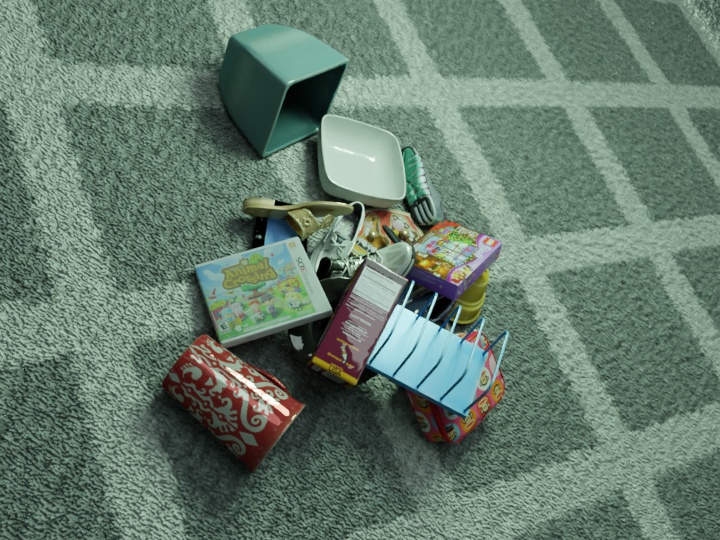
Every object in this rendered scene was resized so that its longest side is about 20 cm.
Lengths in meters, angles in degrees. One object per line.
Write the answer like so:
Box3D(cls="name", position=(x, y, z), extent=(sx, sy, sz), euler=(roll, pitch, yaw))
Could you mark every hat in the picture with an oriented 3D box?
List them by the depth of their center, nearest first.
Box3D(cls="hat", position=(-0.036, 0.112, 1.493), extent=(0.199, 0.081, 0.202), euler=(1, 81, -9))

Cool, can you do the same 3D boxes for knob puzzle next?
Box3D(cls="knob puzzle", position=(0.070, -0.067, 1.721), extent=(0.218, 0.030, 0.221), euler=(16, 49, -19))

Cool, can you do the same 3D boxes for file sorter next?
Box3D(cls="file sorter", position=(0.133, 0.129, 1.404), extent=(0.199, 0.123, 0.139), euler=(27, 54, -2))

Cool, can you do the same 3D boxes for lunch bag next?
Box3D(cls="lunch bag", position=(0.173, 0.203, 1.528), extent=(0.200, 0.082, 0.177), euler=(-34, 108, -39))

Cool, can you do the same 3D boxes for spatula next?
Box3D(cls="spatula", position=(0.105, -0.028, 1.651), extent=(0.200, 0.021, 0.056), euler=(45, 15, 29))

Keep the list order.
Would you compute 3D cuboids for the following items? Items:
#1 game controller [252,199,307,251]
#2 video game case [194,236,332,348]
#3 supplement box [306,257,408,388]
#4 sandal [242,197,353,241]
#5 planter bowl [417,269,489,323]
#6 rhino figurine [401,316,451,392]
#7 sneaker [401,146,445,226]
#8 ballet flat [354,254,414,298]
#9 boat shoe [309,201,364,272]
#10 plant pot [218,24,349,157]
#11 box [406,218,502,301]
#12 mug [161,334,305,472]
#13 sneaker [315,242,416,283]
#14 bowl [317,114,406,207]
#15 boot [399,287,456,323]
Box3D(cls="game controller", position=(-0.154, -0.050, 1.570), extent=(0.104, 0.042, 0.201), euler=(18, 51, -21))
Box3D(cls="video game case", position=(-0.172, 0.034, 1.439), extent=(0.199, 0.022, 0.183), euler=(-17, 53, -15))
Box3D(cls="supplement box", position=(-0.007, 0.091, 1.403), extent=(0.085, 0.110, 0.201), euler=(28, 77, -3))
Box3D(cls="sandal", position=(-0.120, -0.090, 1.559), extent=(0.210, 0.078, 0.070), euler=(4, 74, -6))
Box3D(cls="planter bowl", position=(0.206, 0.003, 1.705), extent=(0.200, 0.083, 0.201), euler=(26, 46, -29))
Box3D(cls="rhino figurine", position=(0.126, 0.164, 1.576), extent=(0.200, 0.059, 0.088), euler=(-53, 129, -42))
Box3D(cls="sneaker", position=(0.135, -0.181, 1.838), extent=(0.087, 0.074, 0.201), euler=(19, 50, -50))
Box3D(cls="ballet flat", position=(0.055, 0.048, 1.624), extent=(0.199, 0.070, 0.066), euler=(35, 72, -11))
Box3D(cls="boat shoe", position=(-0.042, -0.052, 1.608), extent=(0.072, 0.069, 0.200), euler=(33, 58, 1))
Box3D(cls="plant pot", position=(-0.180, -0.394, 1.699), extent=(0.200, 0.197, 0.195), euler=(42, 46, 14))
Box3D(cls="box", position=(0.172, -0.026, 1.598), extent=(0.136, 0.039, 0.200), euler=(25, 38, 23))
Box3D(cls="mug", position=(-0.207, 0.208, 1.328), extent=(0.200, 0.178, 0.134), euler=(38, 83, 2))
Box3D(cls="sneaker", position=(0.000, 0.000, 1.506), extent=(0.115, 0.200, 0.076), euler=(32, 32, -54))
Box3D(cls="bowl", position=(-0.007, -0.221, 1.757), extent=(0.198, 0.075, 0.201), euler=(11, 53, -25))
Box3D(cls="boot", position=(0.084, 0.094, 1.544), extent=(0.200, 0.090, 0.073), euler=(-37, 104, -20))
